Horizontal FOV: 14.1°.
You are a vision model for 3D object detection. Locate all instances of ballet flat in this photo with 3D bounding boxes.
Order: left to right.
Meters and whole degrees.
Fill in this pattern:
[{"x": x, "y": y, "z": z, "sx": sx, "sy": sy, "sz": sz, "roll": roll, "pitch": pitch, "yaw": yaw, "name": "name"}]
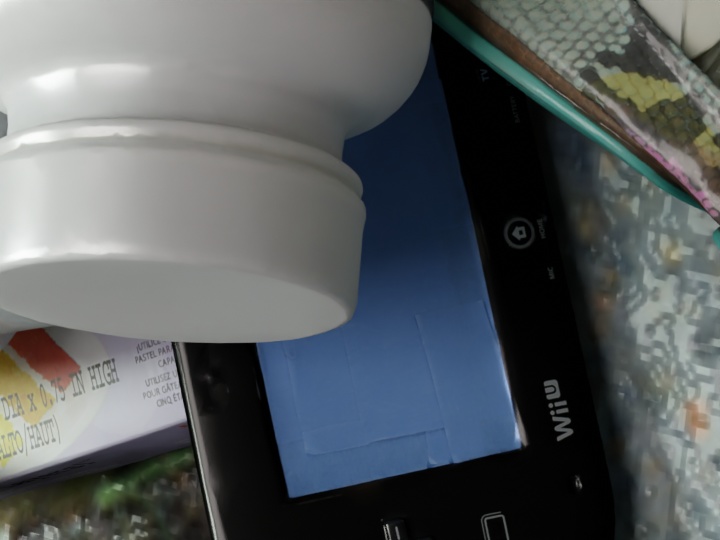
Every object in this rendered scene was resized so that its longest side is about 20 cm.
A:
[{"x": 0.097, "y": -0.031, "z": 0.693, "sx": 0.071, "sy": 0.069, "sz": 0.200, "roll": -50, "pitch": 64, "yaw": 11, "name": "ballet flat"}]

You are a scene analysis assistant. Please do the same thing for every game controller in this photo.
[{"x": 0.000, "y": 0.000, "z": 0.760, "sx": 0.104, "sy": 0.042, "sz": 0.201, "roll": -13, "pitch": 83, "yaw": 4, "name": "game controller"}]

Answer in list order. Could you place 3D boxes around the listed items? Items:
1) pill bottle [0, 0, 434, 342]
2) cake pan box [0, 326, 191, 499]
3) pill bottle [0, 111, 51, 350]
[{"x": -0.040, "y": -0.090, "z": 0.695, "sx": 0.119, "sy": 0.119, "sz": 0.202, "roll": -7, "pitch": 73, "yaw": 40, "name": "pill bottle"}, {"x": -0.101, "y": -0.031, "z": 0.866, "sx": 0.199, "sy": 0.052, "sz": 0.186, "roll": -17, "pitch": 80, "yaw": 40, "name": "cake pan box"}, {"x": -0.159, "y": -0.016, "z": 0.811, "sx": 0.199, "sy": 0.112, "sz": 0.113, "roll": -9, "pitch": 88, "yaw": 41, "name": "pill bottle"}]
